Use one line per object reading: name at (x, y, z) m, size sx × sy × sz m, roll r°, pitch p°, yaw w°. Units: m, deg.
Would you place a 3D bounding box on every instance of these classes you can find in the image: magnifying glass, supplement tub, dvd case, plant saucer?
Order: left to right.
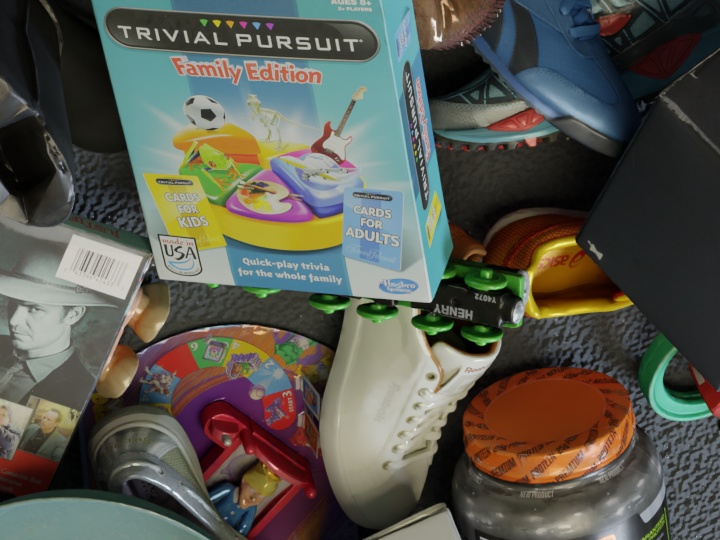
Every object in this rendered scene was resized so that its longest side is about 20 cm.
dvd case at (-0.212, 0.050, 1.565) m, size 0.146 × 0.022 × 0.200 m, roll 17°, pitch 114°, yaw -18°
plant saucer at (-0.143, 0.182, 1.605) m, size 0.199 × 0.036 × 0.200 m, roll 3°, pitch 131°, yaw 3°
supplement tub at (0.119, 0.164, 1.697) m, size 0.122 × 0.123 × 0.200 m, roll -13°, pitch 117°, yaw -6°
magnifying glass at (0.236, 0.013, 1.682) m, size 0.080 × 0.022 × 0.200 m, roll 23°, pitch 118°, yaw -41°

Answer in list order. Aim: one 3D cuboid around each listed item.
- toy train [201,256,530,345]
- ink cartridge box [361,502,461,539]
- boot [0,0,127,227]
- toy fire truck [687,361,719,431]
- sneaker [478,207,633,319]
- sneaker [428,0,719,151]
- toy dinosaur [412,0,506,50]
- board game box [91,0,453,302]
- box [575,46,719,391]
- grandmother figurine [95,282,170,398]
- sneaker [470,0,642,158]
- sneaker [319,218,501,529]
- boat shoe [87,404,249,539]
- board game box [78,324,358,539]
toy train at (0.000, 0.000, 1.576) m, size 0.200 × 0.056 × 0.042 m, roll 12°, pitch 110°, yaw 23°
ink cartridge box at (0.041, 0.244, 1.653) m, size 0.083 × 0.145 × 0.200 m, roll -21°, pitch 80°, yaw -10°
boot at (-0.155, -0.081, 1.472) m, size 0.066 × 0.200 × 0.165 m, roll -43°, pitch 117°, yaw 10°
toy fire truck at (0.293, 0.069, 1.708) m, size 0.141 × 0.049 × 0.200 m, roll -36°, pitch 135°, yaw 16°
sneaker at (0.166, -0.010, 1.645) m, size 0.200 × 0.077 × 0.073 m, roll -18°, pitch 119°, yaw -16°
sneaker at (0.115, -0.128, 1.593) m, size 0.200 × 0.079 × 0.096 m, roll -21°, pitch 98°, yaw -3°
toy dinosaur at (0.007, -0.144, 1.479) m, size 0.200 × 0.086 × 0.136 m, roll 20°, pitch 105°, yaw 24°
board game box at (-0.043, -0.077, 1.478) m, size 0.151 × 0.047 × 0.200 m, roll 4°, pitch 133°, yaw 17°
box at (0.236, -0.065, 1.521) m, size 0.198 × 0.200 × 0.123 m, roll -38°, pitch 79°, yaw -19°
grandmother figurine at (-0.206, 0.000, 1.585) m, size 0.200 × 0.061 × 0.121 m, roll 31°, pitch 79°, yaw -21°
sneaker at (0.086, -0.147, 1.520) m, size 0.078 × 0.066 × 0.200 m, roll -44°, pitch 77°, yaw 18°
sneaker at (0.031, 0.064, 1.640) m, size 0.073 × 0.085 × 0.200 m, roll -21°, pitch 125°, yaw -42°
boat shoe at (-0.093, 0.167, 1.644) m, size 0.074 × 0.065 × 0.202 m, roll -19°, pitch 122°, yaw 5°
board game box at (-0.076, 0.129, 1.682) m, size 0.158 × 0.039 × 0.200 m, roll -7°, pitch 116°, yaw -9°
